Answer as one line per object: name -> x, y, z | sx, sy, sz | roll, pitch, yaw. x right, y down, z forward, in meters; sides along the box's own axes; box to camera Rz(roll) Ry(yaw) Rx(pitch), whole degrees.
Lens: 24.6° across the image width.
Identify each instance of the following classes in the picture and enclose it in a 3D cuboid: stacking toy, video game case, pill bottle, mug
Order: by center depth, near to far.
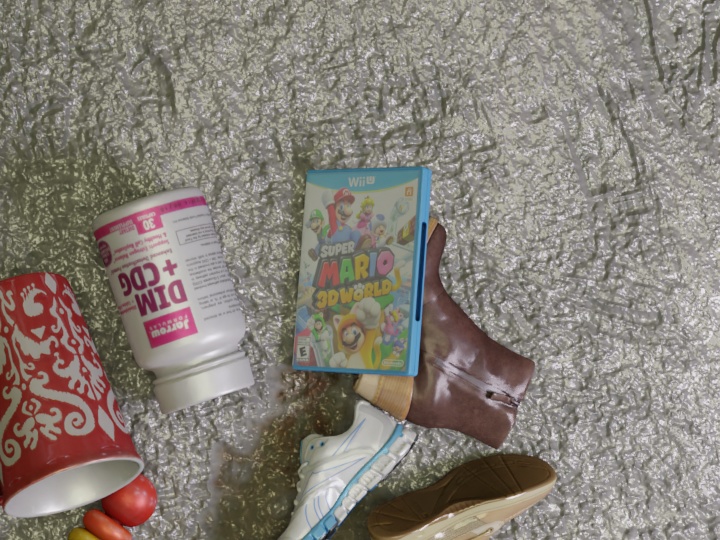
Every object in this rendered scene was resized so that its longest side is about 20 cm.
mug -> -0.317, 0.123, 1.555 | 0.177, 0.133, 0.201 | -25, 71, 10
pill bottle -> -0.177, 0.029, 1.592 | 0.113, 0.113, 0.201 | -19, 88, -6
stacking toy -> -0.266, 0.282, 1.593 | 0.085, 0.085, 0.200 | 36, 77, -2
video game case -> 0.000, 0.000, 1.614 | 0.143, 0.018, 0.201 | 1, 84, 36

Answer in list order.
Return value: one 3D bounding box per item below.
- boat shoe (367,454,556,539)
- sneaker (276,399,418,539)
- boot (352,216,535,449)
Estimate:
boat shoe -> 0.101, 0.241, 1.631 | 0.199, 0.071, 0.065 | -18, 123, -14
sneaker -> -0.039, 0.211, 1.621 | 0.087, 0.075, 0.200 | 41, 77, 7
boot -> 0.096, 0.063, 1.642 | 0.166, 0.072, 0.201 | 20, 89, -8
